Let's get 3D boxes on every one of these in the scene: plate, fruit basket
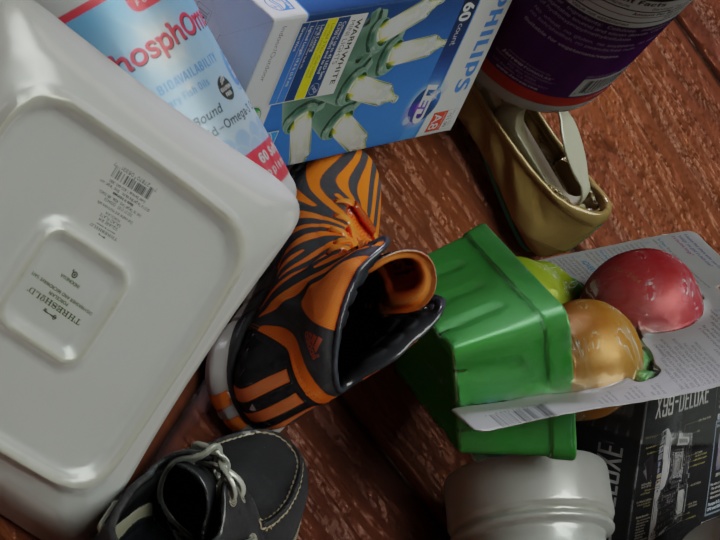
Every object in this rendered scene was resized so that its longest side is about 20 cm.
[{"bbox_3d":[-0.138,0.007,1.228,0.199,0.032,0.200,36,84,-34],"label":"plate"},{"bbox_3d":[0.123,0.036,1.462,0.199,0.185,0.094,-6,114,-18],"label":"fruit basket"}]

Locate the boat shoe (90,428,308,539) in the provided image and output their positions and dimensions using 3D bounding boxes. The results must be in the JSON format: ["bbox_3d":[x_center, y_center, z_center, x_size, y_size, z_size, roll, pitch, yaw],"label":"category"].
[{"bbox_3d":[-0.072,0.115,1.294,0.073,0.063,0.200,35,32,12],"label":"boat shoe"}]

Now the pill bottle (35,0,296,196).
[{"bbox_3d":[-0.122,-0.095,1.325,0.201,0.109,0.109,61,38,-9],"label":"pill bottle"}]

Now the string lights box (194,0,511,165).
[{"bbox_3d":[-0.014,-0.116,1.452,0.059,0.103,0.200,42,34,26],"label":"string lights box"}]

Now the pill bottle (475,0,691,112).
[{"bbox_3d":[0.132,-0.176,1.515,0.112,0.200,0.113,11,61,-20],"label":"pill bottle"}]

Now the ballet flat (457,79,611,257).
[{"bbox_3d":[0.085,-0.104,1.621,0.200,0.063,0.069,59,35,-12],"label":"ballet flat"}]

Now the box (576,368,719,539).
[{"bbox_3d":[0.185,0.120,1.585,0.200,0.050,0.158,-12,112,-52],"label":"box"}]

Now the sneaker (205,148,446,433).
[{"bbox_3d":[0.000,0.000,1.424,0.078,0.112,0.200,45,42,-28],"label":"sneaker"}]

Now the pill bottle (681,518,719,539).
[{"bbox_3d":[0.205,0.205,1.488,0.112,0.201,0.113,18,25,-9],"label":"pill bottle"}]

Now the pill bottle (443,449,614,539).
[{"bbox_3d":[0.097,0.201,1.441,0.114,0.114,0.201,17,60,-46],"label":"pill bottle"}]
